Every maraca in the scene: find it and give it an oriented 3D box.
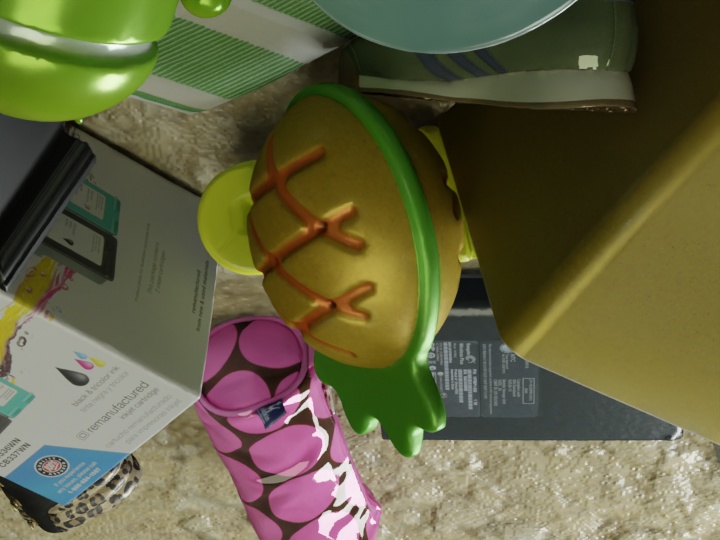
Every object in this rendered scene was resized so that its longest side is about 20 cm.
[{"bbox_3d":[0.000,0.000,1.030,0.106,0.137,0.202,-19,112,-27],"label":"maraca"}]

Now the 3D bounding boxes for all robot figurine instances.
[{"bbox_3d":[-0.128,-0.155,0.860,0.174,0.116,0.201,1,118,-40],"label":"robot figurine"}]

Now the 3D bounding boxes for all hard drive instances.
[{"bbox_3d":[0.109,0.058,1.250,0.198,0.033,0.140,0,138,4],"label":"hard drive"}]

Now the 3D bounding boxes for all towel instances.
[{"bbox_3d":[-0.049,-0.138,1.001,0.199,0.024,0.152,-27,159,27],"label":"towel"}]

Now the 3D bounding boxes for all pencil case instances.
[{"bbox_3d":[-0.043,0.120,1.295,0.093,0.091,0.201,-17,139,3],"label":"pencil case"}]

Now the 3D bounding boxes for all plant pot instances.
[{"bbox_3d":[0.182,-0.050,1.010,0.199,0.201,0.177,23,121,-25],"label":"plant pot"}]

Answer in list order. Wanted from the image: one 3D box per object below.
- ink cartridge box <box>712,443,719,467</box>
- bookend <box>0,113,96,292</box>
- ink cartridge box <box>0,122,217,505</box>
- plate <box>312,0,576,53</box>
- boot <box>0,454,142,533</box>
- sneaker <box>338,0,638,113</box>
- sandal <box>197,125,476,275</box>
[{"bbox_3d":[0.312,0.058,1.134,0.146,0.146,0.200,6,140,-22],"label":"ink cartridge box"},{"bbox_3d":[-0.238,-0.113,0.941,0.199,0.092,0.199,25,151,10],"label":"bookend"},{"bbox_3d":[-0.205,0.008,1.131,0.199,0.147,0.147,29,132,-26],"label":"ink cartridge box"},{"bbox_3d":[0.039,-0.195,0.854,0.199,0.202,0.026,-19,164,24],"label":"plate"},{"bbox_3d":[-0.258,0.119,1.321,0.199,0.074,0.151,-20,134,17],"label":"boot"},{"bbox_3d":[0.065,-0.128,0.986,0.067,0.091,0.199,-1,-173,-39],"label":"sneaker"},{"bbox_3d":[0.006,-0.037,1.133,0.198,0.080,0.087,-2,176,-4],"label":"sandal"}]
